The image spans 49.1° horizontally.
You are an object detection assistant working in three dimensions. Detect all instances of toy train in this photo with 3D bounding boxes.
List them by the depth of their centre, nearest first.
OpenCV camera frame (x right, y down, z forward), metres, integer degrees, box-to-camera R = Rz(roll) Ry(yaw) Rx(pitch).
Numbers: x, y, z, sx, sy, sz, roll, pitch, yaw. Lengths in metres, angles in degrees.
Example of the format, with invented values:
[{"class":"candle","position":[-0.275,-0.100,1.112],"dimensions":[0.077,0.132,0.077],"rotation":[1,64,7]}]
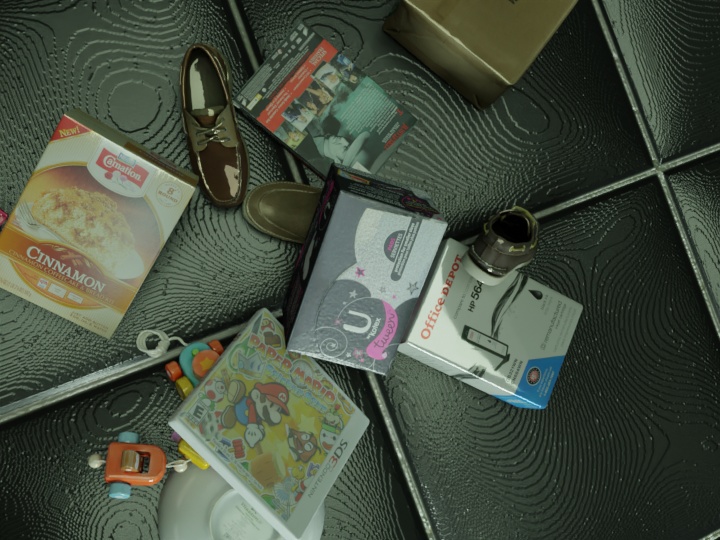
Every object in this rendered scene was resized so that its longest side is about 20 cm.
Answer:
[{"class":"toy train","position":[-0.212,0.154,0.883],"dimensions":[0.150,0.056,0.201],"rotation":[12,61,-11]}]

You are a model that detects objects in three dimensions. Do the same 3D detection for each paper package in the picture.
[{"class":"paper package","position":[0.163,-0.349,1.032],"dimensions":[0.190,0.103,0.200],"rotation":[37,78,-6]}]

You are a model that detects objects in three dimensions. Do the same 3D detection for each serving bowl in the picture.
[{"class":"serving bowl","position":[-0.135,0.287,0.918],"dimensions":[0.199,0.066,0.201],"rotation":[1,85,-12]}]

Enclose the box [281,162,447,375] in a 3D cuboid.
[{"class":"box","position":[0.000,0.000,0.910],"dimensions":[0.132,0.115,0.200],"rotation":[16,111,-13]}]

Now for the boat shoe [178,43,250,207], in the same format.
[{"class":"boat shoe","position":[-0.181,-0.174,0.941],"dimensions":[0.075,0.072,0.201],"rotation":[-13,90,1]}]

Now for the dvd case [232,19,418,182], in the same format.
[{"class":"dvd case","position":[-0.044,-0.203,1.011],"dimensions":[0.200,0.022,0.146],"rotation":[38,78,-6]}]

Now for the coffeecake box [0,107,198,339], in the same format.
[{"class":"coffeecake box","position":[-0.294,-0.051,0.868],"dimensions":[0.153,0.073,0.200],"rotation":[29,100,-16]}]

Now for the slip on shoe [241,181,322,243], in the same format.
[{"class":"slip on shoe","position":[-0.046,-0.063,0.976],"dimensions":[0.199,0.061,0.076],"rotation":[19,81,-11]}]

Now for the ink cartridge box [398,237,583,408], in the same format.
[{"class":"ink cartridge box","position":[0.156,0.069,0.998],"dimensions":[0.200,0.084,0.146],"rotation":[25,79,-10]}]

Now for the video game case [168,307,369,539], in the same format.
[{"class":"video game case","position":[-0.095,0.173,0.903],"dimensions":[0.200,0.023,0.182],"rotation":[49,48,-14]}]

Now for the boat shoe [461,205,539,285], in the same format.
[{"class":"boat shoe","position":[0.186,-0.043,0.972],"dimensions":[0.072,0.200,0.060],"rotation":[39,122,12]}]

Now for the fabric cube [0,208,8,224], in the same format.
[{"class":"fabric cube","position":[-0.518,-0.083,0.761],"dimensions":[0.199,0.200,0.196],"rotation":[38,76,25]}]
